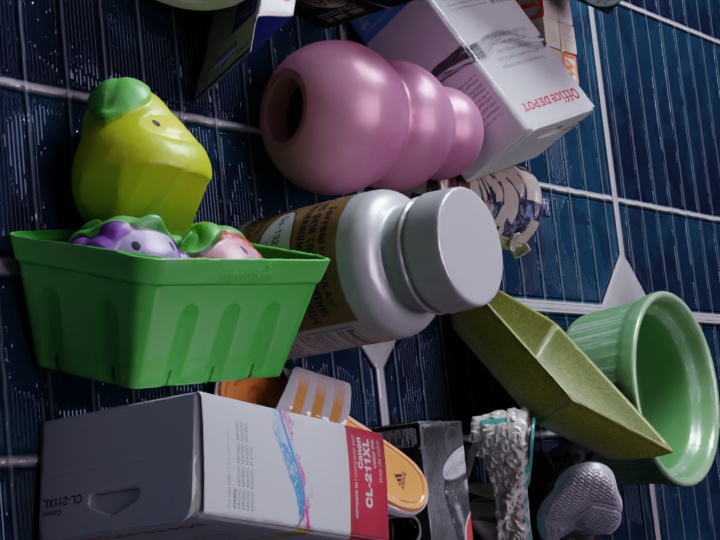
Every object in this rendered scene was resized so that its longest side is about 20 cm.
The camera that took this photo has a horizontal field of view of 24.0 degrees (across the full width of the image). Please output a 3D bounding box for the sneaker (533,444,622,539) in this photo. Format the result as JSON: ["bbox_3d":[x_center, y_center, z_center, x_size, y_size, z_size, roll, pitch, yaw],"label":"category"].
[{"bbox_3d":[0.195,0.202,1.576,0.200,0.075,0.114,92,-1,-55],"label":"sneaker"}]

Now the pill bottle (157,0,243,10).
[{"bbox_3d":[-0.115,-0.307,1.281,0.116,0.116,0.200,37,52,-44],"label":"pill bottle"}]

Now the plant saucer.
[{"bbox_3d":[0.172,0.097,1.566,0.200,0.048,0.200,28,16,-49],"label":"plant saucer"}]

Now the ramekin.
[{"bbox_3d":[0.283,0.127,1.743,0.200,0.098,0.200,21,64,-51],"label":"ramekin"}]

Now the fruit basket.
[{"bbox_3d":[-0.133,-0.029,1.164,0.216,0.155,0.216,-19,114,-52],"label":"fruit basket"}]

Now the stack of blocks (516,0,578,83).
[{"bbox_3d":[0.136,-0.266,1.631,0.059,0.115,0.200,6,75,-55],"label":"stack of blocks"}]

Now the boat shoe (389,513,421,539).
[{"bbox_3d":[-0.021,0.220,1.299,0.200,0.073,0.075,-28,104,-55],"label":"boat shoe"}]

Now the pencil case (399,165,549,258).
[{"bbox_3d":[0.093,-0.061,1.541,0.200,0.078,0.089,3,56,-55],"label":"pencil case"}]

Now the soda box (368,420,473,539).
[{"bbox_3d":[0.052,0.227,1.412,0.071,0.063,0.200,6,76,-54],"label":"soda box"}]

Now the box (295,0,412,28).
[{"bbox_3d":[0.025,-0.312,1.408,0.086,0.200,0.164,22,63,-50],"label":"box"}]

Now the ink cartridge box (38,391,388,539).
[{"bbox_3d":[-0.097,0.145,1.148,0.200,0.146,0.083,20,63,-52],"label":"ink cartridge box"}]

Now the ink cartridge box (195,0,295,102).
[{"bbox_3d":[-0.080,-0.229,1.325,0.037,0.095,0.200,23,60,-23],"label":"ink cartridge box"}]

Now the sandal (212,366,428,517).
[{"bbox_3d":[-0.017,0.119,1.300,0.207,0.059,0.079,29,42,-24],"label":"sandal"}]

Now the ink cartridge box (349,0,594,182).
[{"bbox_3d":[0.097,-0.190,1.519,0.200,0.084,0.145,55,33,8],"label":"ink cartridge box"}]

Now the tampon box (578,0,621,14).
[{"bbox_3d":[0.182,-0.353,1.528,0.200,0.150,0.126,20,53,-18],"label":"tampon box"}]

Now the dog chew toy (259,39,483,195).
[{"bbox_3d":[0.018,-0.118,1.385,0.200,0.125,0.125,5,75,-37],"label":"dog chew toy"}]

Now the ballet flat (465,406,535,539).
[{"bbox_3d":[0.124,0.199,1.513,0.072,0.072,0.200,-56,149,-47],"label":"ballet flat"}]

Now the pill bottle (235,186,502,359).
[{"bbox_3d":[0.000,0.000,1.281,0.114,0.200,0.114,22,62,-50],"label":"pill bottle"}]
